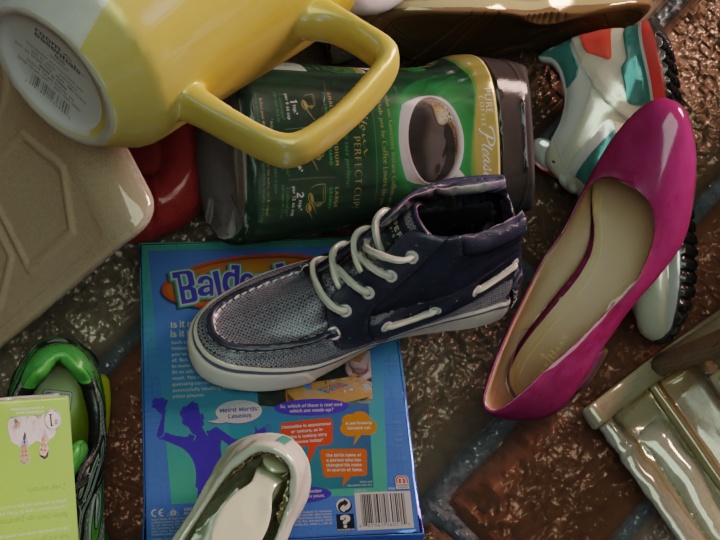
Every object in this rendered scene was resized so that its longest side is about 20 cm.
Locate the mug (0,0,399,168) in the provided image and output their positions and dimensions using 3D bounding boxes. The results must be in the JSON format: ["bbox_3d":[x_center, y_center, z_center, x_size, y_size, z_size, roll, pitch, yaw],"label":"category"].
[{"bbox_3d":[-0.091,-0.138,0.819,0.153,0.186,0.150,-45,130,-29],"label":"mug"}]

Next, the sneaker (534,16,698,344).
[{"bbox_3d":[0.155,-0.053,1.014,0.093,0.070,0.201,-6,88,18],"label":"sneaker"}]

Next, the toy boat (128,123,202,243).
[{"bbox_3d":[-0.152,-0.119,0.951,0.130,0.131,0.201,-4,81,-7],"label":"toy boat"}]

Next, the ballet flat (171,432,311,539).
[{"bbox_3d":[-0.083,0.168,0.809,0.069,0.069,0.200,27,76,-1],"label":"ballet flat"}]

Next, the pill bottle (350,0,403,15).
[{"bbox_3d":[-0.054,-0.230,0.930,0.200,0.116,0.116,27,77,28],"label":"pill bottle"}]

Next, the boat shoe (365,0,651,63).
[{"bbox_3d":[0.086,-0.176,1.001,0.199,0.072,0.072,-10,75,-27],"label":"boat shoe"}]

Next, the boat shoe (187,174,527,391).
[{"bbox_3d":[0.000,0.000,0.905,0.199,0.093,0.075,-17,57,-18],"label":"boat shoe"}]

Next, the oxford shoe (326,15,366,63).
[{"bbox_3d":[-0.036,-0.223,1.013,0.075,0.070,0.200,-29,84,-8],"label":"oxford shoe"}]

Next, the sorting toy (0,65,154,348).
[{"bbox_3d":[-0.213,-0.062,0.932,0.036,0.200,0.186,-19,78,-52],"label":"sorting toy"}]

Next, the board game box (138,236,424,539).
[{"bbox_3d":[-0.050,0.073,0.934,0.151,0.045,0.201,-2,55,-6],"label":"board game box"}]

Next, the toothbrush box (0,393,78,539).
[{"bbox_3d":[-0.225,0.172,0.872,0.086,0.145,0.201,-1,85,-50],"label":"toothbrush box"}]

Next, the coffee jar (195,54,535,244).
[{"bbox_3d":[0.008,-0.073,0.958,0.199,0.085,0.105,-4,93,-25],"label":"coffee jar"}]

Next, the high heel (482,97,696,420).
[{"bbox_3d":[0.132,-0.003,0.937,0.067,0.096,0.201,26,112,28],"label":"high heel"}]

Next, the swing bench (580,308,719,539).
[{"bbox_3d":[0.268,0.106,0.936,0.130,0.200,0.199,-33,86,-32],"label":"swing bench"}]

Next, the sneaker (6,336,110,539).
[{"bbox_3d":[-0.181,0.135,0.929,0.078,0.085,0.201,-1,81,-6],"label":"sneaker"}]
